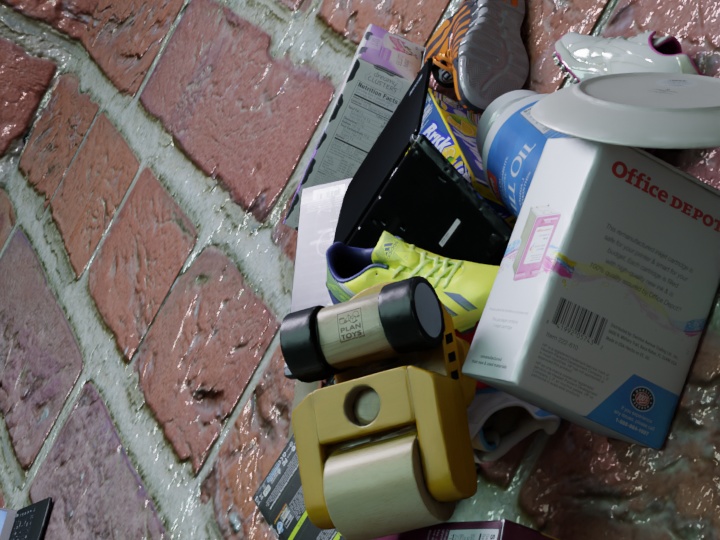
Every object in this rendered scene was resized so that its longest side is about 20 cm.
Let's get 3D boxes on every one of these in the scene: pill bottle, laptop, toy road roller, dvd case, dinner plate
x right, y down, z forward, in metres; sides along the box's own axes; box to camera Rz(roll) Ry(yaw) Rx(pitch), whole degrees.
[{"bbox_3d":[0.170,-0.086,1.396,0.112,0.112,0.200,-59,25,12],"label":"pill bottle"},{"bbox_3d":[0.057,-0.051,1.456,0.200,0.103,0.177,48,130,18],"label":"laptop"},{"bbox_3d":[0.032,0.107,1.257,0.123,0.146,0.201,-17,69,26],"label":"toy road roller"},{"bbox_3d":[0.000,0.000,1.546,0.148,0.016,0.201,-11,61,30],"label":"dvd case"},{"bbox_3d":[0.229,-0.126,1.232,0.200,0.199,0.024,-138,46,-64],"label":"dinner plate"},{"bbox_3d":[-0.546,0.409,2.341,0.200,0.103,0.178,-26,45,53],"label":"laptop"}]

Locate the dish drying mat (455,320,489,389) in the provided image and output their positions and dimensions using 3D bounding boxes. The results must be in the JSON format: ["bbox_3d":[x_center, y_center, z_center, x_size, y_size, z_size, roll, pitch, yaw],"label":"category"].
[{"bbox_3d":[0.081,0.069,1.350,0.199,0.018,0.077,-14,50,18],"label":"dish drying mat"}]

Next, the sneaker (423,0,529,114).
[{"bbox_3d":[0.115,-0.209,1.675,0.112,0.077,0.200,-46,20,42],"label":"sneaker"}]

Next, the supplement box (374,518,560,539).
[{"bbox_3d":[0.088,0.255,1.223,0.200,0.131,0.104,-16,54,57],"label":"supplement box"}]

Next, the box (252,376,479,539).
[{"bbox_3d":[-0.001,0.196,1.501,0.200,0.047,0.193,-58,42,15],"label":"box"}]

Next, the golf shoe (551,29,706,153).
[{"bbox_3d":[0.234,-0.173,1.417,0.092,0.075,0.200,-44,31,8],"label":"golf shoe"}]

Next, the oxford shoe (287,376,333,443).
[{"bbox_3d":[-0.034,0.123,1.616,0.074,0.071,0.200,54,131,49],"label":"oxford shoe"}]

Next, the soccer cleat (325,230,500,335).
[{"bbox_3d":[0.046,0.007,1.356,0.200,0.084,0.065,-1,26,43],"label":"soccer cleat"}]

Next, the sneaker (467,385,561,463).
[{"bbox_3d":[0.077,0.122,1.370,0.200,0.077,0.081,-22,47,23],"label":"sneaker"}]

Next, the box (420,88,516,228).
[{"bbox_3d":[0.098,-0.099,1.593,0.064,0.070,0.200,-56,27,23],"label":"box"}]

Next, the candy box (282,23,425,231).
[{"bbox_3d":[-0.004,-0.146,1.744,0.168,0.071,0.200,-75,9,-70],"label":"candy box"}]

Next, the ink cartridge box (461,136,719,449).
[{"bbox_3d":[0.185,0.014,1.235,0.085,0.144,0.201,7,74,65],"label":"ink cartridge box"}]
